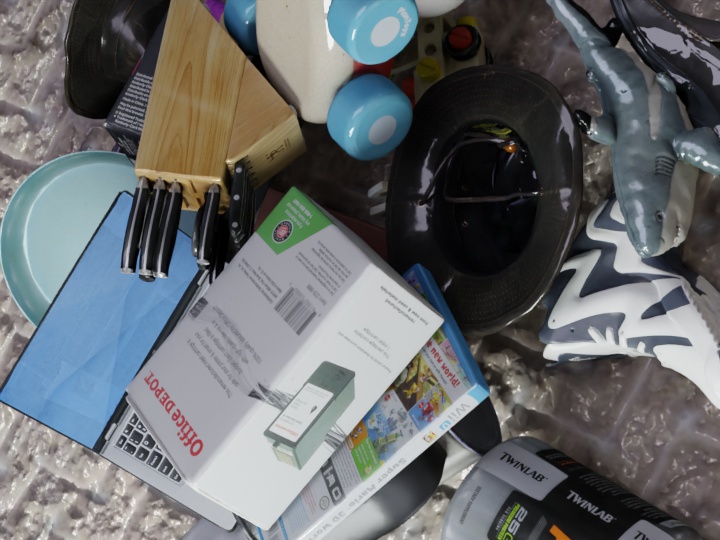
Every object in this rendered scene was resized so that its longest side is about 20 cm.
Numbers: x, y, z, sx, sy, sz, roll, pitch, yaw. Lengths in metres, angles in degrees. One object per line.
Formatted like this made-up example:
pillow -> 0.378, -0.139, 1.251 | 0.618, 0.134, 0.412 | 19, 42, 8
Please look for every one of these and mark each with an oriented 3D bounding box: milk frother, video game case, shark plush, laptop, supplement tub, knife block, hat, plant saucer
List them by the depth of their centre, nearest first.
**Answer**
shark plush -> 0.189, -0.111, 1.299 | 0.091, 0.083, 0.201 | -18, 93, 64
supplement tub -> 0.165, 0.211, 1.301 | 0.200, 0.122, 0.123 | 28, 98, 37
video game case -> -0.006, 0.103, 1.316 | 0.200, 0.018, 0.143 | -42, 37, 14
hat -> 0.107, -0.048, 1.376 | 0.200, 0.081, 0.201 | -9, 76, 39
knife block -> -0.139, -0.087, 1.393 | 0.175, 0.064, 0.200 | -36, 68, -9
milk frother -> 0.029, 0.180, 1.395 | 0.188, 0.200, 0.181 | -35, 35, 22
laptop -> -0.142, 0.074, 1.440 | 0.200, 0.116, 0.188 | 30, 84, 5
hat -> -0.169, -0.202, 1.595 | 0.081, 0.201, 0.201 | 30, 99, 20
plant saucer -> -0.220, -0.014, 1.625 | 0.199, 0.027, 0.201 | 3, 111, 8

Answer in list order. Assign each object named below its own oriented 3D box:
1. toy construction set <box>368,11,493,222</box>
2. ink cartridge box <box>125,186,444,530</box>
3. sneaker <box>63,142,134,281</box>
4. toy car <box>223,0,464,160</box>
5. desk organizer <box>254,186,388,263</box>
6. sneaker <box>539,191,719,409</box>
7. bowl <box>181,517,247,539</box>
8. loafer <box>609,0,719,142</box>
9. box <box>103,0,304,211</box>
toy construction set -> 0.043, -0.139, 1.479 | 0.131, 0.092, 0.201 | -11, 79, 19
ink cartridge box -> -0.059, 0.061, 1.319 | 0.200, 0.084, 0.146 | -50, 37, 4
sneaker -> -0.212, -0.058, 1.678 | 0.200, 0.076, 0.088 | -62, 20, 23
toy car -> 0.025, -0.214, 1.385 | 0.184, 0.200, 0.177 | 47, 150, 37
desk organizer -> 0.000, 0.000, 1.497 | 0.200, 0.072, 0.077 | 21, 91, 37
sneaker -> 0.198, 0.051, 1.338 | 0.130, 0.079, 0.199 | -45, 58, 22
bowl -> -0.096, 0.272, 1.500 | 0.201, 0.090, 0.202 | -9, 75, 34
loafer -> 0.251, -0.156, 1.351 | 0.072, 0.073, 0.200 | -38, 70, 14
box -> -0.106, -0.161, 1.526 | 0.106, 0.122, 0.200 | 20, 72, 22
